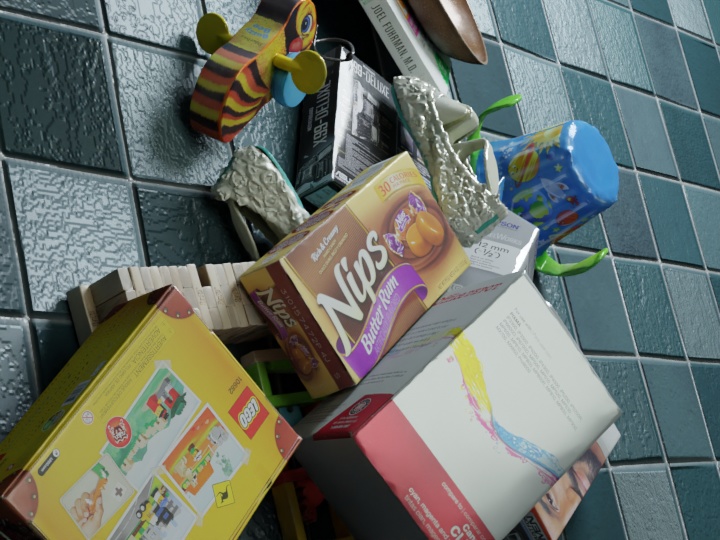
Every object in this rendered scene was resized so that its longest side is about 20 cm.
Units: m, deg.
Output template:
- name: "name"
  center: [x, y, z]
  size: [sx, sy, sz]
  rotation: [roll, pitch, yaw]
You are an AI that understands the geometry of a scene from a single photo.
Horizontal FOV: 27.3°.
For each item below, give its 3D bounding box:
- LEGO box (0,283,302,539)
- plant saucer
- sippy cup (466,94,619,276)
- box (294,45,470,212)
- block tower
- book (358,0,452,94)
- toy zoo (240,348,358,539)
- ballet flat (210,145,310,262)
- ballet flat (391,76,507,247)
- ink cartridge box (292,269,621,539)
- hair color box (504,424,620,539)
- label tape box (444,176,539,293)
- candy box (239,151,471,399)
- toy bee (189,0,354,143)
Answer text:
- name: "LEGO box"
  center: [-0.149, 0.134, 0.978]
  size: [0.149, 0.077, 0.201]
  rotation: [52, 48, -19]
- name: "plant saucer"
  center: [0.070, -0.294, 1.524]
  size: [0.201, 0.036, 0.201]
  rotation: [56, 18, -28]
- name: "sippy cup"
  center: [0.195, -0.090, 1.555]
  size: [0.177, 0.130, 0.141]
  rotation: [33, 46, -35]
- name: "box"
  center: [0.026, -0.095, 1.412]
  size: [0.199, 0.049, 0.159]
  rotation: [32, 47, -38]
- name: "block tower"
  center: [-0.129, 0.028, 1.143]
  size: [0.199, 0.057, 0.055]
  rotation: [-5, 73, -51]
- name: "book"
  center: [0.024, -0.267, 1.477]
  size: [0.201, 0.048, 0.134]
  rotation: [58, 16, -16]
- name: "toy zoo"
  center: [-0.021, 0.160, 1.218]
  size: [0.130, 0.020, 0.203]
  rotation: [-2, 72, -43]
- name: "ballet flat"
  center: [-0.057, -0.014, 1.264]
  size: [0.201, 0.071, 0.072]
  rotation: [52, 38, -15]
- name: "ballet flat"
  center: [0.086, -0.108, 1.350]
  size: [0.071, 0.072, 0.202]
  rotation: [22, 39, -43]
- name: "ink cartridge box"
  center: [0.072, 0.121, 1.162]
  size: [0.200, 0.145, 0.145]
  rotation: [-41, 99, -23]
- name: "hair color box"
  center: [0.174, 0.172, 1.438]
  size: [0.112, 0.064, 0.200]
  rotation: [59, 38, -10]
- name: "label tape box"
  center: [0.125, 0.029, 1.390]
  size: [0.201, 0.065, 0.145]
  rotation: [-56, 156, -47]
- name: "candy box"
  center: [0.000, 0.000, 1.215]
  size: [0.118, 0.056, 0.200]
  rotation: [59, 42, -10]
- name: "toy bee"
  center: [-0.082, -0.203, 1.284]
  size: [0.201, 0.129, 0.110]
  rotation: [-70, 166, -50]
